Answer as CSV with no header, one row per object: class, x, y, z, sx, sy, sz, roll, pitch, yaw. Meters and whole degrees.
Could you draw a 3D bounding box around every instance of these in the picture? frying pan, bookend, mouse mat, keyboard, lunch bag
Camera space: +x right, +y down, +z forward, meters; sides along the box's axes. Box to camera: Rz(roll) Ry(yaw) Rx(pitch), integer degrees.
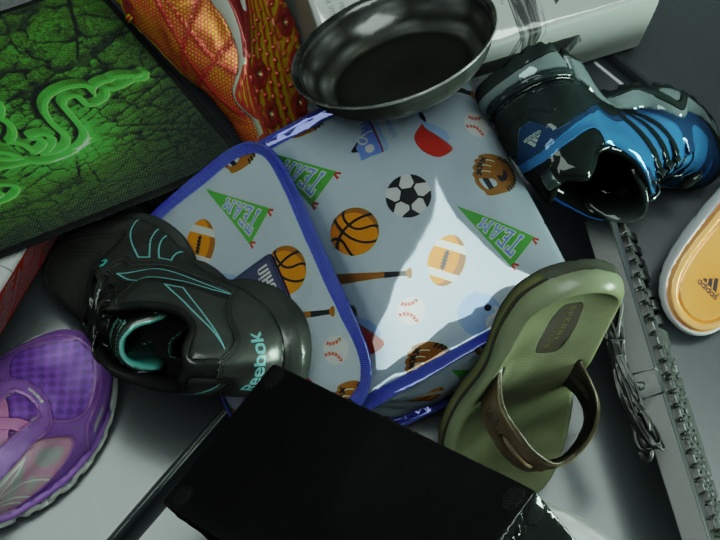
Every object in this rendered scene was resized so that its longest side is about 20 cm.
frying pan,0.025,-0.139,1.155,0.115,0.031,0.190,-8,37,18
bookend,0.039,0.164,1.032,0.092,0.199,0.200,-51,128,-14
mouse mat,-0.186,-0.084,1.176,0.200,0.008,0.161,-25,62,-33
keyboard,0.162,0.063,1.166,0.021,0.127,0.201,-22,76,21
lunch bag,0.000,0.000,1.168,0.200,0.124,0.170,-25,73,-1

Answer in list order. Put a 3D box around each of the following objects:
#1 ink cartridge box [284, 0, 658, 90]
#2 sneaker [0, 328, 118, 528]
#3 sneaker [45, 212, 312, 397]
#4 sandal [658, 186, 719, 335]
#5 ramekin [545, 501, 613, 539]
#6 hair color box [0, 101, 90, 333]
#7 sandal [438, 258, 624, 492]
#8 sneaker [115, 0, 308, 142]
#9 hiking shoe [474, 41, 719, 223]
ink cartridge box,0.057,-0.182,1.239,0.199,0.084,0.145,-17,77,-10
sneaker,-0.212,0.105,1.141,0.200,0.088,0.080,-42,81,-14
sneaker,-0.114,0.018,1.126,0.079,0.200,0.076,-9,109,-42
sandal,0.254,-0.044,1.221,0.079,0.059,0.207,41,79,-21
ramekin,0.063,0.225,1.127,0.202,0.094,0.203,1,75,-4
hair color box,-0.236,-0.009,1.141,0.111,0.064,0.200,23,46,2
sandal,0.093,0.071,1.117,0.080,0.201,0.057,-15,58,-19
sneaker,-0.092,-0.148,1.213,0.200,0.077,0.073,62,37,-16
hiking shoe,0.140,-0.058,1.176,0.200,0.074,0.087,10,53,-46
